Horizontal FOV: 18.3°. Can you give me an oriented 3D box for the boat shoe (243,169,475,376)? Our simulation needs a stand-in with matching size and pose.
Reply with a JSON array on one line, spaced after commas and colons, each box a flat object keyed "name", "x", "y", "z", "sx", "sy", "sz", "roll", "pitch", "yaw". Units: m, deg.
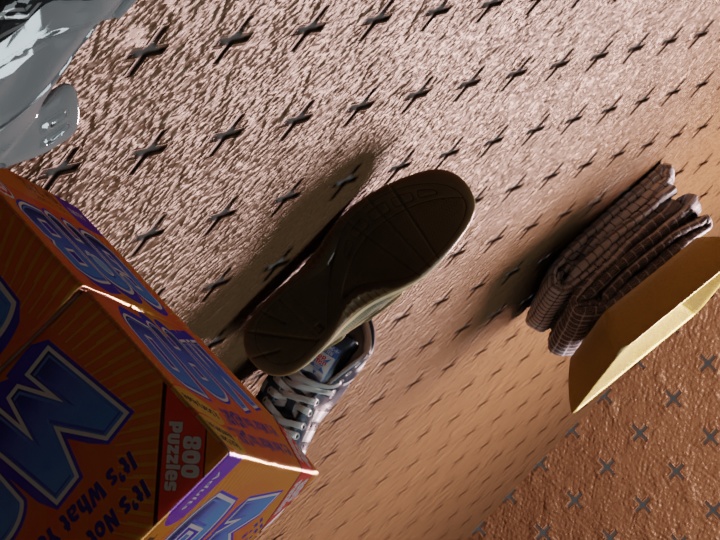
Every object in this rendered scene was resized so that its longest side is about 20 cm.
[{"name": "boat shoe", "x": 0.000, "y": 0.000, "z": 1.616, "sx": 0.200, "sy": 0.072, "sz": 0.065, "roll": -42, "pitch": 176, "yaw": 6}]

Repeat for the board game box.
[{"name": "board game box", "x": -0.174, "y": 0.089, "z": 1.071, "sx": 0.200, "sy": 0.200, "sz": 0.200, "roll": -44, "pitch": 167, "yaw": 2}]

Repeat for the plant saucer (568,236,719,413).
[{"name": "plant saucer", "x": 0.300, "y": 0.046, "z": 2.330, "sx": 0.200, "sy": 0.048, "sz": 0.200, "roll": -37, "pitch": 168, "yaw": -22}]

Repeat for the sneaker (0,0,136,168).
[{"name": "sneaker", "x": -0.127, "y": -0.109, "z": 0.872, "sx": 0.200, "sy": 0.075, "sz": 0.115, "roll": -38, "pitch": 168, "yaw": 0}]

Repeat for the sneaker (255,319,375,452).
[{"name": "sneaker", "x": -0.053, "y": 0.106, "z": 1.717, "sx": 0.200, "sy": 0.070, "sz": 0.109, "roll": -59, "pitch": 178, "yaw": -32}]

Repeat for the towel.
[{"name": "towel", "x": 0.278, "y": -0.004, "z": 2.394, "sx": 0.200, "sy": 0.086, "sz": 0.166, "roll": -40, "pitch": 168, "yaw": -15}]
